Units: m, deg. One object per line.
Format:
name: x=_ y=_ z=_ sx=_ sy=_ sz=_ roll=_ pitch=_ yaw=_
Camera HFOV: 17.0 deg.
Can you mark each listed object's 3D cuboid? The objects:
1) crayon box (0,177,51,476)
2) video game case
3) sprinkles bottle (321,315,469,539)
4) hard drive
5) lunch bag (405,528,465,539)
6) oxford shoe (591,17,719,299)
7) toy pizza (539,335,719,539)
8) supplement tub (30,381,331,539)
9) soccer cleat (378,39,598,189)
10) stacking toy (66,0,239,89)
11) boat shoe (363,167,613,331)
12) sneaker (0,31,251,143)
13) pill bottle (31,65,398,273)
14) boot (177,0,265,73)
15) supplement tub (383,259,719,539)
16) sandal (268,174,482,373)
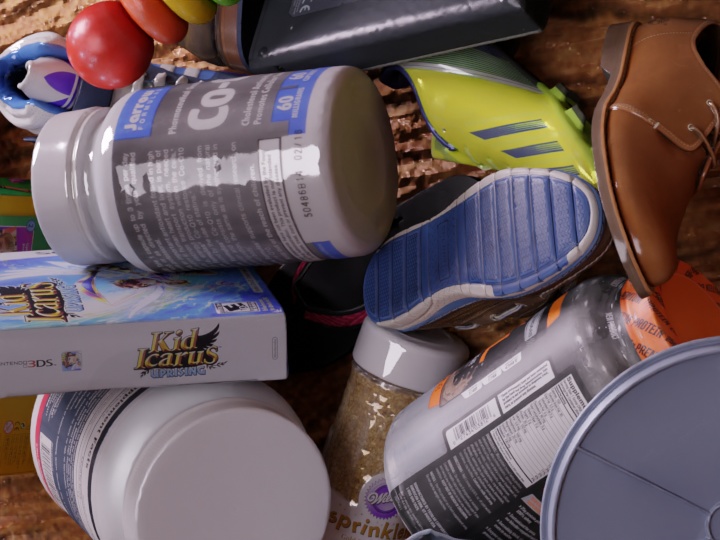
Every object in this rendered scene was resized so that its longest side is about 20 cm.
crayon box: x=-0.251 y=0.039 z=1.631 sx=0.058 sy=0.119 sz=0.201 roll=14 pitch=98 yaw=36
video game case: x=-0.149 y=0.026 z=1.462 sx=0.200 sy=0.181 sz=0.046 roll=-133 pitch=40 yaw=-72
sprinkles bottle: x=0.005 y=0.128 z=1.471 sx=0.068 sy=0.068 sz=0.201 roll=27 pitch=107 yaw=34
hard drive: x=0.033 y=-0.187 z=1.431 sx=0.200 sy=0.033 sz=0.140 roll=-9 pitch=54 yaw=37
lunch bag: x=0.070 y=0.256 z=1.338 sx=0.200 sy=0.127 sz=0.170 roll=47 pitch=147 yaw=15
oxford shoe: x=0.167 y=-0.070 z=1.298 sx=0.071 sy=0.071 sz=0.200 roll=-11 pitch=45 yaw=22
toy pizza: x=0.192 y=0.129 z=1.267 sx=0.200 sy=0.032 sz=0.201 roll=-1 pitch=104 yaw=-4
supplement tub: x=-0.112 y=0.118 z=1.473 sx=0.200 sy=0.140 sz=0.141 roll=27 pitch=108 yaw=63
soccer cleat: x=0.086 y=-0.082 z=1.406 sx=0.084 sy=0.065 sz=0.200 roll=-49 pitch=56 yaw=8
stacking toy: x=-0.100 y=-0.186 z=1.456 sx=0.200 sy=0.085 sz=0.085 roll=-39 pitch=67 yaw=11
boat shoe: x=0.086 y=-0.010 z=1.375 sx=0.200 sy=0.072 sz=0.072 roll=-17 pitch=67 yaw=53
sneaker: x=-0.146 y=-0.101 z=1.531 sx=0.200 sy=0.146 sz=0.081 roll=18 pitch=96 yaw=36
pill bottle: x=-0.088 y=-0.057 z=1.441 sx=0.199 sy=0.114 sz=0.114 roll=-5 pitch=87 yaw=23
boot: x=-0.094 y=-0.230 z=1.539 sx=0.097 sy=0.075 sz=0.201 roll=11 pitch=99 yaw=33
supplement tub: x=0.119 y=0.084 z=1.351 sx=0.200 sy=0.122 sz=0.123 roll=-37 pitch=69 yaw=30
sandal: x=0.000 y=0.000 z=1.487 sx=0.200 sy=0.045 sz=0.075 roll=-33 pitch=73 yaw=32
